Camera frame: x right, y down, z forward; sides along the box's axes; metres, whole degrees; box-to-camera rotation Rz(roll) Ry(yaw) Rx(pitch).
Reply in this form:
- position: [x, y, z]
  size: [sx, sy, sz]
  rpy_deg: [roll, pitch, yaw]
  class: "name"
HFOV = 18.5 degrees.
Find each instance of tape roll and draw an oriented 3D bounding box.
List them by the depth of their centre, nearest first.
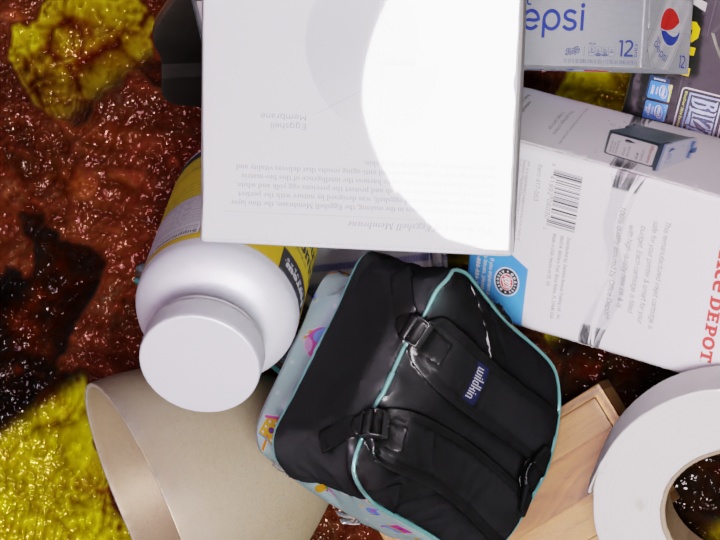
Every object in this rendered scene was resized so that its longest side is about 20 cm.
- position: [0.258, 0.159, 1.501]
  size: [0.202, 0.037, 0.203]
  rpy_deg: [6, 118, 12]
  class: "tape roll"

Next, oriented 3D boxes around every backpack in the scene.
- position: [0.040, 0.098, 1.508]
  size: [0.153, 0.200, 0.176]
  rpy_deg: [7, 69, 47]
  class: "backpack"

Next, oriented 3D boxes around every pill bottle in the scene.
- position: [-0.091, 0.004, 1.512]
  size: [0.112, 0.200, 0.112]
  rpy_deg: [4, 126, 6]
  class: "pill bottle"

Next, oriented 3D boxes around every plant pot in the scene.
- position: [-0.098, 0.148, 1.602]
  size: [0.134, 0.200, 0.201]
  rpy_deg: [-24, 83, -17]
  class: "plant pot"

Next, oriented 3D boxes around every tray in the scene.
- position: [0.118, 0.173, 1.592]
  size: [0.200, 0.037, 0.099]
  rpy_deg: [-34, 82, 16]
  class: "tray"

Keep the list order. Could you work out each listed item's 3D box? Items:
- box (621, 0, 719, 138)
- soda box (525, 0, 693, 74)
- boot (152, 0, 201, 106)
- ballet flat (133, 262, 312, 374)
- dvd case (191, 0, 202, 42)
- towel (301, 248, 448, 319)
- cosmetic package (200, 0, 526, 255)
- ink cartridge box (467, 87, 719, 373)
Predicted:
- position: [0.275, -0.156, 1.519]
  size: [0.159, 0.049, 0.200]
  rpy_deg: [16, 97, 20]
  class: "box"
- position: [0.128, -0.171, 1.529]
  size: [0.200, 0.068, 0.064]
  rpy_deg: [6, 94, 38]
  class: "soda box"
- position: [-0.115, -0.190, 1.584]
  size: [0.073, 0.200, 0.076]
  rpy_deg: [1, 72, -11]
  class: "boot"
- position: [-0.082, 0.026, 1.630]
  size: [0.200, 0.074, 0.074]
  rpy_deg: [31, 102, 31]
  class: "ballet flat"
- position: [-0.006, -0.143, 1.514]
  size: [0.200, 0.022, 0.146]
  rpy_deg: [-3, 135, 10]
  class: "dvd case"
- position: [0.000, 0.000, 1.633]
  size: [0.147, 0.024, 0.200]
  rpy_deg: [-7, 88, 21]
  class: "towel"
- position: [0.004, -0.122, 1.403]
  size: [0.199, 0.123, 0.200]
  rpy_deg: [3, 105, 4]
  class: "cosmetic package"
- position: [0.182, -0.024, 1.510]
  size: [0.200, 0.086, 0.147]
  rpy_deg: [16, 125, 17]
  class: "ink cartridge box"
